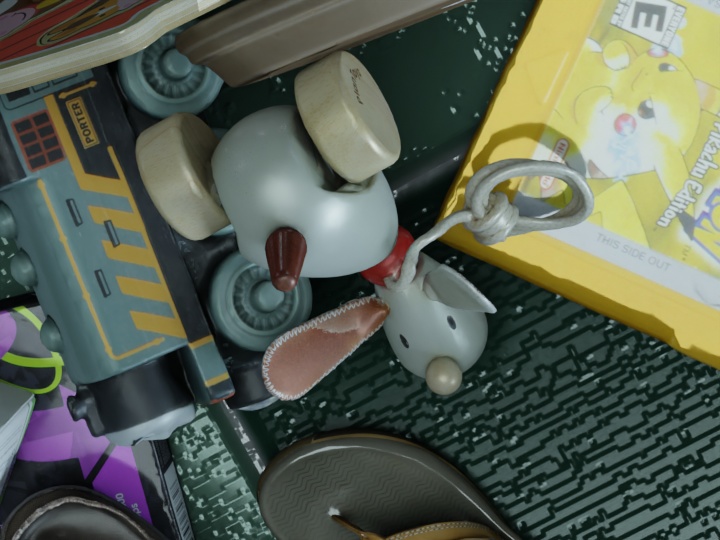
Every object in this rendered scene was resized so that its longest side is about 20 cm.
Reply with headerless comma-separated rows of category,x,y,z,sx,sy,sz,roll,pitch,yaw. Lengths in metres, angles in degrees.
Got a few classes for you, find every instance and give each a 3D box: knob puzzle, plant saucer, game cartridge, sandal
knob puzzle,-0.102,-0.125,0.922,0.219,0.220,0.030,-22,113,8
plant saucer,0.023,-0.115,0.913,0.200,0.200,0.030,-21,94,8
game cartridge,0.156,-0.053,1.001,0.200,0.032,0.177,24,102,1
sandal,0.040,0.147,1.036,0.200,0.055,0.082,45,101,-5

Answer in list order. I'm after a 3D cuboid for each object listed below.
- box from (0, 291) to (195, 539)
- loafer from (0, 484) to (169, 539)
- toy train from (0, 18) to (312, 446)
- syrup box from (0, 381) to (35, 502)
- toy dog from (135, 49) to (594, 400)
box,-0.187,0.093,1.054,0.200,0.036,0.143,-14,99,8
loafer,-0.080,0.171,0.984,0.073,0.071,0.200,-41,81,-9
toy train,-0.100,-0.024,0.986,0.114,0.085,0.200,-23,97,-19
syrup box,-0.217,0.140,1.007,0.079,0.081,0.200,20,103,2
toy dog,0.000,0.000,0.924,0.200,0.096,0.132,25,132,-34
